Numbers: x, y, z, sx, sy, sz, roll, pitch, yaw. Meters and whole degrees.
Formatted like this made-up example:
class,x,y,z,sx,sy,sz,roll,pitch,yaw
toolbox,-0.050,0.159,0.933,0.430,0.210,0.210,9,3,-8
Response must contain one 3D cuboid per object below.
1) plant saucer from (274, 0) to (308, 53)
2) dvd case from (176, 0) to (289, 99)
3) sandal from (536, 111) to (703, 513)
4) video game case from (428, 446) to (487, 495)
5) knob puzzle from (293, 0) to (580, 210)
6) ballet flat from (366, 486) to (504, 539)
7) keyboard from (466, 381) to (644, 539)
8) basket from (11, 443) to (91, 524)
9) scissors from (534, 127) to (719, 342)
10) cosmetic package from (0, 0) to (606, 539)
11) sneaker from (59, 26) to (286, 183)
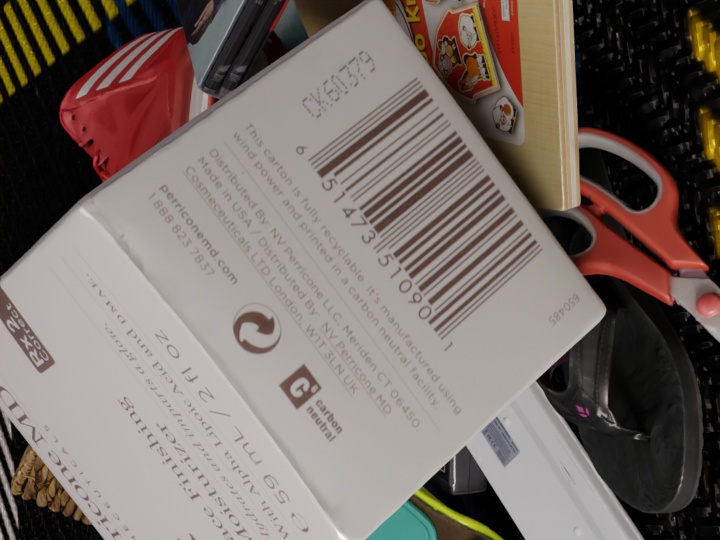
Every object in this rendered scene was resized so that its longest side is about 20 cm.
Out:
class,x,y,z,sx,sy,sz,roll,pitch,yaw
plant saucer,-0.078,-0.115,1.034,0.200,0.027,0.200,-46,27,31
dvd case,-0.030,-0.192,0.799,0.200,0.022,0.146,-57,28,25
sandal,0.093,0.018,0.788,0.075,0.048,0.201,-57,43,49
video game case,0.015,-0.005,0.927,0.181,0.025,0.201,20,111,61
knob puzzle,0.032,-0.129,0.796,0.220,0.030,0.220,31,129,47
ballet flat,0.047,0.148,0.861,0.200,0.067,0.067,39,100,32
keyboard,0.069,0.073,0.824,0.200,0.011,0.056,58,136,22
basket,-0.131,0.088,1.225,0.200,0.149,0.143,-56,11,50
scissors,0.138,0.002,0.725,0.200,0.014,0.073,33,80,39
cosmetic package,-0.042,0.021,0.760,0.165,0.165,0.200,53,148,-3
sneaker,-0.110,-0.035,0.935,0.115,0.078,0.200,4,68,41
